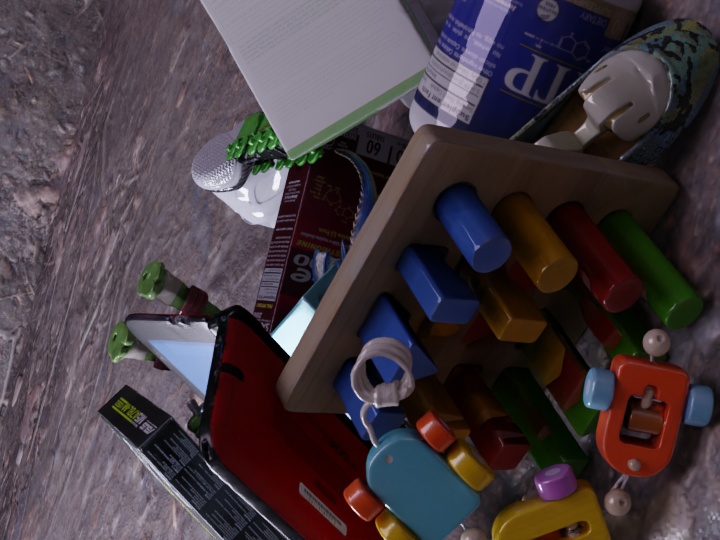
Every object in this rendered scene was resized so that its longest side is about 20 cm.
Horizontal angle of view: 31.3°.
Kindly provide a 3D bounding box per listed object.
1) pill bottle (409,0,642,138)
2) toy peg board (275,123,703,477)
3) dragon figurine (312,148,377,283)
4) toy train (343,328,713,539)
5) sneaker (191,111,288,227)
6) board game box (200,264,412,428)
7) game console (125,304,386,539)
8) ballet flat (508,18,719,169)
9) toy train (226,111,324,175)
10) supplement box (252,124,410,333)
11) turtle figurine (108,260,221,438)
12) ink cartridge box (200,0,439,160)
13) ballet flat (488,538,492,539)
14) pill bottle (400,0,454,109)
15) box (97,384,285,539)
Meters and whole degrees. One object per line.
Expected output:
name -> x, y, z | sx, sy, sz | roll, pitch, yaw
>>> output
pill bottle -> 0.102, -0.124, 0.896 | 0.201, 0.119, 0.120 | -67, 24, 18
toy peg board -> 0.087, 0.036, 0.753 | 0.201, 0.198, 0.098 | -61, 42, 29
dragon figurine -> 0.000, 0.000, 1.032 | 0.059, 0.099, 0.202 | -17, 94, 61
toy train -> 0.089, 0.096, 0.723 | 0.056, 0.198, 0.152 | -94, 10, -81
sneaker -> -0.070, -0.116, 1.358 | 0.199, 0.115, 0.076 | -24, 45, 17
board game box -> -0.021, 0.107, 0.999 | 0.047, 0.151, 0.200 | -46, 0, -43
game console -> -0.066, 0.126, 0.838 | 0.118, 0.200, 0.173 | -26, 35, 24
ballet flat -> 0.134, -0.079, 0.781 | 0.200, 0.074, 0.074 | -44, 31, 12
toy train -> -0.070, -0.120, 1.125 | 0.057, 0.042, 0.200 | -65, 20, -10
supplement box -> -0.019, -0.026, 1.129 | 0.061, 0.108, 0.202 | 1, 77, 67
turtle figurine -> -0.123, 0.083, 1.193 | 0.144, 0.193, 0.201 | -45, 32, 35
ink cartridge box -> -0.041, -0.204, 0.968 | 0.145, 0.201, 0.048 | -27, 5, 26
ballet flat -> 0.072, 0.212, 0.822 | 0.200, 0.068, 0.068 | 140, 133, -56
pill bottle -> 0.056, -0.221, 1.071 | 0.116, 0.115, 0.201 | -58, 27, 33
box -> -0.147, 0.201, 1.180 | 0.047, 0.200, 0.193 | -43, 18, -12
